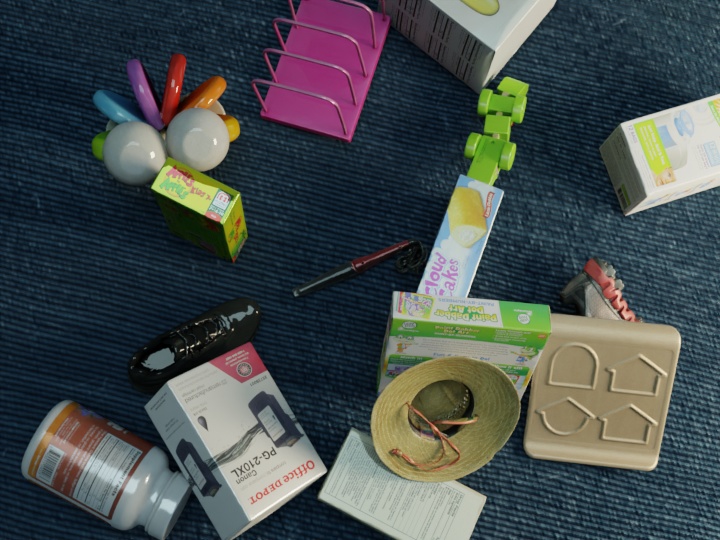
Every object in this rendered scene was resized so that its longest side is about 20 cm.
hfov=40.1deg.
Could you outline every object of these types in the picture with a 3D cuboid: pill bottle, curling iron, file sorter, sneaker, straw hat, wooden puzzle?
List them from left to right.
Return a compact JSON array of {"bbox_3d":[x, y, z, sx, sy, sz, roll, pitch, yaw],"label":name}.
[{"bbox_3d":[-0.317,0.257,1.254,0.198,0.112,0.113,28,77,2],"label":"pill bottle"},{"bbox_3d":[-0.219,0.098,1.308,0.199,0.091,0.076,-33,79,-11],"label":"sneaker"},{"bbox_3d":[-0.055,-0.311,1.383,0.137,0.126,0.202,16,77,10],"label":"file sorter"},{"bbox_3d":[0.000,0.000,1.372,0.198,0.026,0.050,-16,52,-4],"label":"curling iron"},{"bbox_3d":[0.097,0.163,1.239,0.198,0.203,0.085,-3,33,-5],"label":"straw hat"},{"bbox_3d":[0.319,0.160,1.324,0.183,0.046,0.203,6,106,3],"label":"wooden puzzle"},{"bbox_3d":[0.345,0.086,1.359,0.097,0.071,0.202,-33,92,7],"label":"sneaker"}]

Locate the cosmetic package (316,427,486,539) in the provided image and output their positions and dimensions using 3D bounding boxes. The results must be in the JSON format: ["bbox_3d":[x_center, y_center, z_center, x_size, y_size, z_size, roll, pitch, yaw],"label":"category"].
[{"bbox_3d":[0.052,0.297,1.289,0.198,0.071,0.106,28,76,3],"label":"cosmetic package"}]

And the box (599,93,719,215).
[{"bbox_3d":[0.461,-0.169,1.406,0.198,0.101,0.114,-16,79,-7],"label":"box"}]

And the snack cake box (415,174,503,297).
[{"bbox_3d":[0.125,-0.014,1.343,0.066,0.115,0.202,20,76,2],"label":"snack cake box"}]

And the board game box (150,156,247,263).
[{"bbox_3d":[-0.206,-0.074,1.290,0.101,0.200,0.048,26,77,3],"label":"board game box"}]

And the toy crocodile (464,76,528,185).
[{"bbox_3d":[0.193,-0.193,1.401,0.067,0.062,0.202,12,66,15],"label":"toy crocodile"}]

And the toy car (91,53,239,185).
[{"bbox_3d":[-0.267,-0.210,1.316,0.198,0.175,0.152,-13,112,-6],"label":"toy car"}]

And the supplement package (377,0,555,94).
[{"bbox_3d":[0.161,-0.407,1.418,0.199,0.147,0.192,39,78,7],"label":"supplement package"}]

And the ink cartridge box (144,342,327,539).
[{"bbox_3d":[-0.157,0.216,1.257,0.144,0.084,0.201,-24,77,-44],"label":"ink cartridge box"}]

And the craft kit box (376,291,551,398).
[{"bbox_3d":[0.126,0.107,1.274,0.197,0.198,0.049,6,56,-3],"label":"craft kit box"}]
